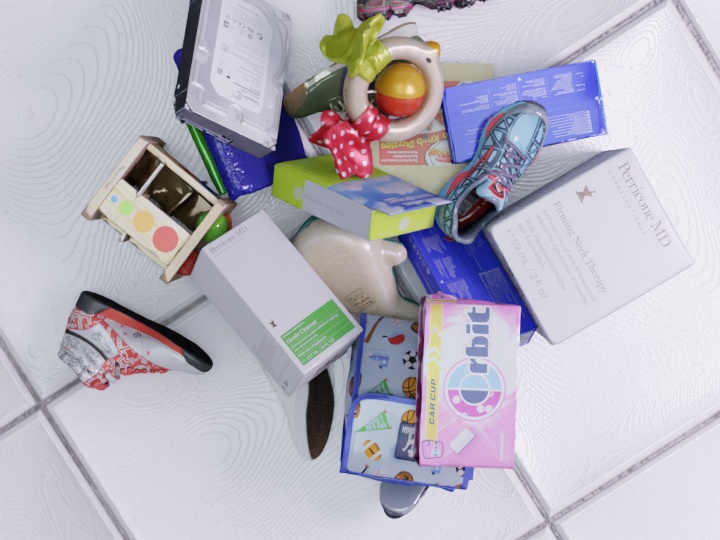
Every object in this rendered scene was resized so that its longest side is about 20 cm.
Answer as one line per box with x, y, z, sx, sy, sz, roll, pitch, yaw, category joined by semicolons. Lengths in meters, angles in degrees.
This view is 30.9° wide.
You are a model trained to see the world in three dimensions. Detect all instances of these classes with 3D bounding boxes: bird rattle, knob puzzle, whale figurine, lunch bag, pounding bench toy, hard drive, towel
0.026;-0.210;1.577;0.161;0.113;0.202;-5;105;-18;bird rattle
0.086;-0.168;1.698;0.217;0.030;0.223;0;93;1;knob puzzle
0.000;0.000;1.688;0.159;0.104;0.200;-34;115;29;whale figurine
0.064;0.168;1.628;0.168;0.124;0.202;9;65;-2;lunch bag
-0.224;-0.103;1.663;0.156;0.124;0.201;38;94;-1;pounding bench toy
-0.156;-0.256;1.619;0.139;0.038;0.202;24;61;-34;hard drive
-0.153;-0.198;1.662;0.049;0.147;0.202;-21;92;46;towel

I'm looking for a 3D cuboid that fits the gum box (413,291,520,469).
0.125;0.127;1.533;0.112;0.066;0.203;3;90;-4;gum box

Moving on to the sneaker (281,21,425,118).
0.005;-0.227;1.646;0.199;0.067;0.090;-31;87;0;sneaker

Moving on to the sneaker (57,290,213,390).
-0.299;0.118;1.711;0.200;0.067;0.109;27;95;3;sneaker

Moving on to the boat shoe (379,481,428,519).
0.089;0.237;1.706;0.073;0.068;0.201;24;69;11;boat shoe

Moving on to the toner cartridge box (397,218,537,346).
0.133;0.014;1.643;0.094;0.043;0.201;-16;62;-22;toner cartridge box

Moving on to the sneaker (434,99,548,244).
0.169;-0.112;1.587;0.079;0.096;0.201;27;112;-19;sneaker

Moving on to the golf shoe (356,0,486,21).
0.088;-0.375;1.663;0.197;0.073;0.093;-6;92;2;golf shoe

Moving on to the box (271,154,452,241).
0.000;-0.091;1.612;0.199;0.121;0.048;27;118;37;box

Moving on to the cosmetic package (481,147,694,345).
0.277;-0.034;1.634;0.199;0.166;0.168;-30;92;2;cosmetic package

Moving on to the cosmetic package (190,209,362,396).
-0.106;0.040;1.610;0.107;0.085;0.200;-36;81;-30;cosmetic package

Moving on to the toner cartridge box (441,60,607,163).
0.205;-0.200;1.650;0.198;0.043;0.096;-10;96;0;toner cartridge box

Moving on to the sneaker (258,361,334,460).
-0.087;0.149;1.716;0.084;0.073;0.203;2;101;32;sneaker
